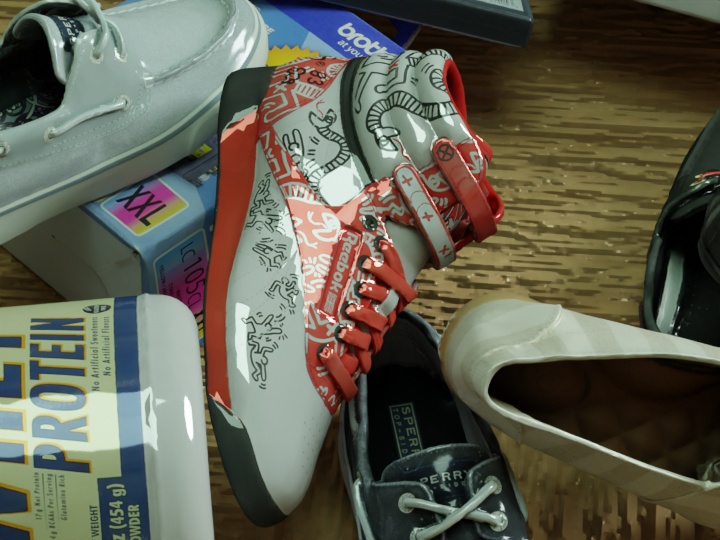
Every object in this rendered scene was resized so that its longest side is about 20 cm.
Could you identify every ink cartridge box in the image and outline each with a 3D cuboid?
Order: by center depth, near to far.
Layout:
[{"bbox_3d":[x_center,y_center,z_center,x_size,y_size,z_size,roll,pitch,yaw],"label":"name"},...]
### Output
[{"bbox_3d":[-0.059,-0.063,1.247,0.199,0.077,0.136,-33,52,-30],"label":"ink cartridge box"}]

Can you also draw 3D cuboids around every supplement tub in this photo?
[{"bbox_3d":[-0.154,0.087,1.046,0.198,0.146,0.146,-5,45,-4],"label":"supplement tub"}]

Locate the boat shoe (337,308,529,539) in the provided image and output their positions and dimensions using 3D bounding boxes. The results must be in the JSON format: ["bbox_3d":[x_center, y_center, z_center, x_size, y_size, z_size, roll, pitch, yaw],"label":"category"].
[{"bbox_3d":[0.032,0.096,1.087,0.071,0.068,0.201,-7,45,-6],"label":"boat shoe"}]

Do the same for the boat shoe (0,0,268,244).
[{"bbox_3d":[-0.121,-0.072,1.153,0.200,0.072,0.070,-32,52,-24],"label":"boat shoe"}]

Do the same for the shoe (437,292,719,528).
[{"bbox_3d":[0.125,0.062,1.086,0.199,0.070,0.053,17,5,-12],"label":"shoe"}]

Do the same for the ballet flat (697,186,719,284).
[{"bbox_3d":[0.224,-0.010,1.159,0.199,0.057,0.067,4,52,-35],"label":"ballet flat"}]

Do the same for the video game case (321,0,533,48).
[{"bbox_3d":[0.002,-0.169,1.331,0.142,0.019,0.200,12,28,-10],"label":"video game case"}]

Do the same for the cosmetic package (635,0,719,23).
[{"bbox_3d":[0.197,-0.210,1.297,0.199,0.166,0.165,17,27,19],"label":"cosmetic package"}]

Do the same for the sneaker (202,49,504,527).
[{"bbox_3d":[0.000,-0.001,1.101,0.107,0.067,0.203,-8,56,12],"label":"sneaker"}]

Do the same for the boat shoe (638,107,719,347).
[{"bbox_3d":[0.160,-0.010,1.198,0.073,0.063,0.202,8,44,11],"label":"boat shoe"}]
